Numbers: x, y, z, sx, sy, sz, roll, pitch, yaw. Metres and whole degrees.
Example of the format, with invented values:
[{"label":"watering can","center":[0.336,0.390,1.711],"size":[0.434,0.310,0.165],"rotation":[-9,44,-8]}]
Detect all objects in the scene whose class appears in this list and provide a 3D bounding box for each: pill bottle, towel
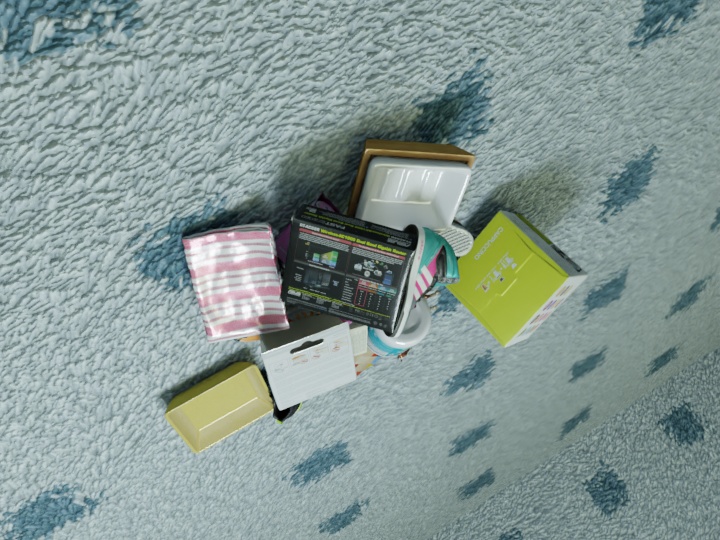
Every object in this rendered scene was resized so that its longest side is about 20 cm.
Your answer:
[{"label":"pill bottle","center":[0.062,0.106,1.351],"size":[0.109,0.112,0.200],"rotation":[-25,172,-15]},{"label":"towel","center":[-0.200,0.025,1.135],"size":[0.144,0.030,0.203],"rotation":[-10,117,-5]}]

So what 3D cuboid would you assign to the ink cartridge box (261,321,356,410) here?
[{"label":"ink cartridge box","center":[-0.092,0.158,1.233],"size":[0.158,0.048,0.202],"rotation":[-20,143,-10]}]

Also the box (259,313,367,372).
[{"label":"box","center":[-0.087,0.135,1.312],"size":[0.197,0.069,0.083],"rotation":[-14,133,-18]}]

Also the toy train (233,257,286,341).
[{"label":"toy train","center":[-0.175,0.049,1.236],"size":[0.200,0.086,0.114],"rotation":[-45,154,14]}]

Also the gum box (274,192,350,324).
[{"label":"gum box","center":[-0.039,-0.014,1.171],"size":[0.113,0.066,0.200],"rotation":[-39,103,24]}]

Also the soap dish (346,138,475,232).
[{"label":"soap dish","center":[0.079,-0.146,1.188],"size":[0.196,0.082,0.159],"rotation":[1,133,-19]}]

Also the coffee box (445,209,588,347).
[{"label":"coffee box","center":[0.327,0.015,1.483],"size":[0.200,0.200,0.197],"rotation":[-51,159,19]}]

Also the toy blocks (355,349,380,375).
[{"label":"toy blocks","center":[-0.010,0.188,1.543],"size":[0.200,0.100,0.136],"rotation":[-48,155,17]}]

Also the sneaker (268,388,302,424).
[{"label":"sneaker","center":[-0.148,0.236,1.437],"size":[0.083,0.071,0.203],"rotation":[-46,148,-51]}]

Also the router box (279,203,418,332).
[{"label":"router box","center":[-0.021,-0.004,1.098],"size":[0.197,0.062,0.152],"rotation":[16,119,3]}]

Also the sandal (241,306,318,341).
[{"label":"sandal","center":[-0.144,0.120,1.359],"size":[0.204,0.060,0.080],"rotation":[-12,139,-31]}]

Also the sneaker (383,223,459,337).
[{"label":"sneaker","center":[0.112,0.025,1.228],"size":[0.119,0.083,0.203],"rotation":[8,105,-29]}]

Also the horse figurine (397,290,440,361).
[{"label":"horse figurine","center":[0.120,0.093,1.508],"size":[0.132,0.050,0.202],"rotation":[-40,153,-28]}]

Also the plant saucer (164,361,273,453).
[{"label":"plant saucer","center":[-0.286,0.270,1.424],"size":[0.198,0.049,0.201],"rotation":[-28,145,-11]}]

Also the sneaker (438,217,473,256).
[{"label":"sneaker","center":[0.122,-0.094,1.335],"size":[0.198,0.080,0.079],"rotation":[29,105,-26]}]
